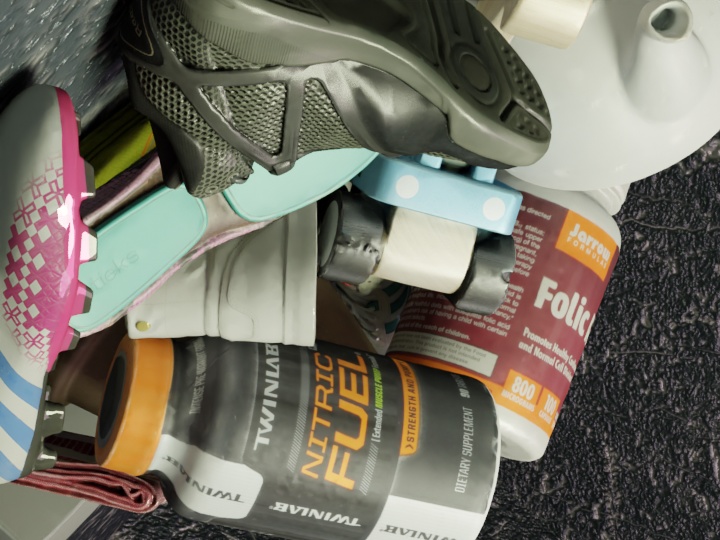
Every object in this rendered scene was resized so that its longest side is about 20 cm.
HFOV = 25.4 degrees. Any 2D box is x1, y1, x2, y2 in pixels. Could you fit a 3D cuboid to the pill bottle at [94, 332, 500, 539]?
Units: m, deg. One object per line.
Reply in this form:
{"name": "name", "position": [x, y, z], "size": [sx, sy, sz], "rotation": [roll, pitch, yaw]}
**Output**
{"name": "pill bottle", "position": [-0.036, 0.088, 0.839], "size": [0.106, 0.199, 0.107], "rotation": [-166, -90, -72]}

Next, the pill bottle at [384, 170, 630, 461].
{"name": "pill bottle", "position": [0.095, 0.006, 0.996], "size": [0.114, 0.114, 0.201], "rotation": [119, -7, -77]}

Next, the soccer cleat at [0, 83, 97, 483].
{"name": "soccer cleat", "position": [-0.156, 0.015, 0.634], "size": [0.070, 0.086, 0.201], "rotation": [-111, -151, -45]}

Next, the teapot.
{"name": "teapot", "position": [0.123, -0.156, 0.911], "size": [0.199, 0.146, 0.198], "rotation": [-4, -131, 32]}

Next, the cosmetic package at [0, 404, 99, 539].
{"name": "cosmetic package", "position": [-0.214, 0.134, 1.169], "size": [0.200, 0.090, 0.107], "rotation": [-43, 174, -39]}

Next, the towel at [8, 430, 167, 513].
{"name": "towel", "position": [-0.173, 0.108, 0.937], "size": [0.200, 0.143, 0.023], "rotation": [63, 41, -87]}

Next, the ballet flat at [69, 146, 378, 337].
{"name": "ballet flat", "position": [-0.078, -0.041, 0.740], "size": [0.200, 0.069, 0.071], "rotation": [-35, -146, -16]}

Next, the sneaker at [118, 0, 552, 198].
{"name": "sneaker", "position": [-0.016, -0.076, 0.683], "size": [0.114, 0.199, 0.077], "rotation": [-40, -133, 41]}

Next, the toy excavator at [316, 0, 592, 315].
{"name": "toy excavator", "position": [0.048, -0.081, 0.829], "size": [0.194, 0.099, 0.201], "rotation": [-137, -119, -74]}

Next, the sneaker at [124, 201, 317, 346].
{"name": "sneaker", "position": [-0.081, -0.040, 0.838], "size": [0.201, 0.115, 0.074], "rotation": [-93, -177, -51]}

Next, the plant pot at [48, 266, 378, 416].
{"name": "plant pot", "position": [-0.087, 0.040, 0.956], "size": [0.200, 0.175, 0.200], "rotation": [-48, 176, -4]}

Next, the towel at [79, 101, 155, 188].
{"name": "towel", "position": [-0.116, -0.056, 0.785], "size": [0.200, 0.018, 0.086], "rotation": [-46, 175, -41]}

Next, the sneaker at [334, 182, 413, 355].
{"name": "sneaker", "position": [0.000, 0.000, 1.028], "size": [0.093, 0.070, 0.201], "rotation": [-29, 137, -45]}

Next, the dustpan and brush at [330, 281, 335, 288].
{"name": "dustpan and brush", "position": [-0.071, 0.065, 1.067], "size": [0.200, 0.139, 0.057], "rotation": [-103, -169, -53]}
